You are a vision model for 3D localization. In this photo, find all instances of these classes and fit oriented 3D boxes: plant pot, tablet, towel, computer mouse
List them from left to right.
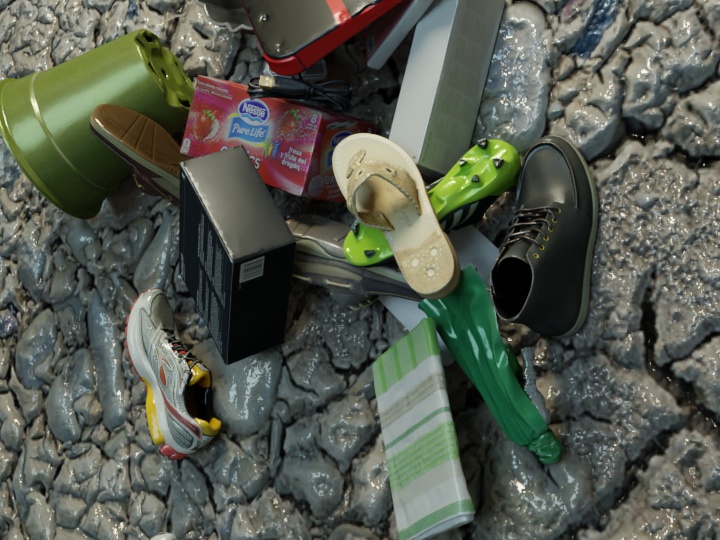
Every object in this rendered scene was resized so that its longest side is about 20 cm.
[{"bbox_3d":[-0.308,-0.196,1.595,0.190,0.200,0.200,-31,64,15],"label":"plant pot"},{"bbox_3d":[-0.069,-0.216,1.443,0.200,0.110,0.044,-98,10,-66],"label":"computer mouse"},{"bbox_3d":[0.065,-0.009,1.377,0.200,0.014,0.130,46,108,34],"label":"tablet"},{"bbox_3d":[0.063,0.163,1.298,0.149,0.031,0.200,136,129,-59],"label":"towel"}]

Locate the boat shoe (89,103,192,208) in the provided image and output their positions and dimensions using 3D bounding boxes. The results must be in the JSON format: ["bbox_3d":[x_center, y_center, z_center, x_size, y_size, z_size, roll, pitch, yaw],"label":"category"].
[{"bbox_3d":[-0.237,-0.114,1.525,0.072,0.200,0.072,-44,24,33],"label":"boat shoe"}]

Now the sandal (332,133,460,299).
[{"bbox_3d":[0.025,-0.069,1.252,0.078,0.070,0.212,-35,60,8],"label":"sandal"}]

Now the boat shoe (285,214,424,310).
[{"bbox_3d":[0.000,0.000,1.381,0.200,0.074,0.073,21,122,30],"label":"boat shoe"}]

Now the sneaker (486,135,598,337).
[{"bbox_3d":[0.172,-0.041,1.246,0.075,0.106,0.200,-10,75,35],"label":"sneaker"}]

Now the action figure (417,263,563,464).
[{"bbox_3d":[0.136,0.098,1.263,0.200,0.055,0.118,62,154,10],"label":"action figure"}]

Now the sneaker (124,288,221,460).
[{"bbox_3d":[-0.211,0.114,1.525,0.082,0.078,0.200,-25,77,26],"label":"sneaker"}]

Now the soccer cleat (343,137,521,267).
[{"bbox_3d":[0.077,-0.057,1.314,0.200,0.081,0.068,-32,60,8],"label":"soccer cleat"}]

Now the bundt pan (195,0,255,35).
[{"bbox_3d":[-0.100,-0.363,1.527,0.202,0.076,0.202,-9,75,35],"label":"bundt pan"}]

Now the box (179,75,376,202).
[{"bbox_3d":[-0.094,-0.147,1.461,0.200,0.100,0.096,22,101,37],"label":"box"}]

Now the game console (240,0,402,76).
[{"bbox_3d":[-0.045,-0.309,1.385,0.177,0.031,0.200,-31,52,8],"label":"game console"}]

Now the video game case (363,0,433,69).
[{"bbox_3d":[0.039,-0.332,1.393,0.143,0.017,0.200,-48,37,44],"label":"video game case"}]

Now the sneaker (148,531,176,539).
[{"bbox_3d":[-0.204,0.394,1.471,0.087,0.075,0.200,-10,82,22],"label":"sneaker"}]

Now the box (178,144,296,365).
[{"bbox_3d":[-0.137,-0.014,1.418,0.141,0.079,0.200,57,156,27],"label":"box"}]

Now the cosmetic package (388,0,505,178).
[{"bbox_3d":[0.087,-0.200,1.355,0.051,0.083,0.200,13,88,37],"label":"cosmetic package"}]
